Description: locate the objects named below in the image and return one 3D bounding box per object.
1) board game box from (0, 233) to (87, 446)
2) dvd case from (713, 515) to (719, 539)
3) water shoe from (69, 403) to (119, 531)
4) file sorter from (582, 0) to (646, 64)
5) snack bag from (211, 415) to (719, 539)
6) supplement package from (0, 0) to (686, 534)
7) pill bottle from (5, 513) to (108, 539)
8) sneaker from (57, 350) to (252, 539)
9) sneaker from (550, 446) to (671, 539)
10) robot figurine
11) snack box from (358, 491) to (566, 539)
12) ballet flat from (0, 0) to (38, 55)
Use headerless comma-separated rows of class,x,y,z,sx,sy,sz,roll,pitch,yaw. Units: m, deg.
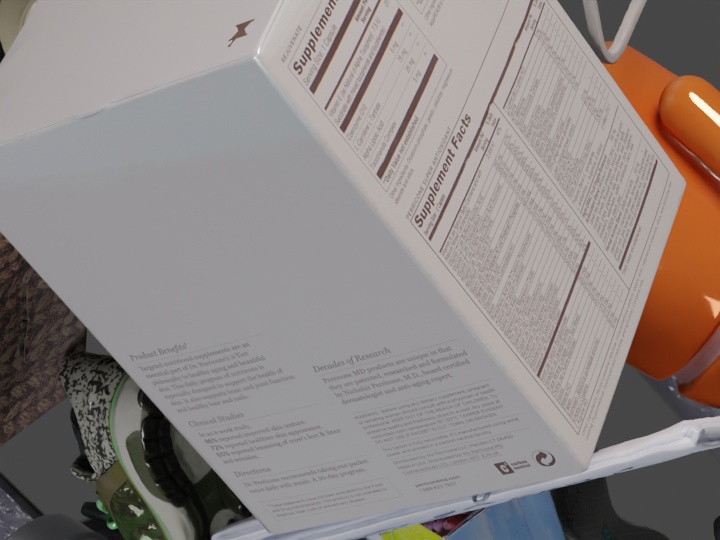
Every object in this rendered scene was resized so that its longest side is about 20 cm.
board game box,-0.230,-0.028,1.272,0.200,0.097,0.160,37,142,22
dvd case,0.266,0.082,1.133,0.142,0.018,0.200,26,127,-28
water shoe,-0.117,0.078,1.380,0.078,0.072,0.201,18,136,14
file sorter,0.015,-0.166,1.026,0.199,0.139,0.125,7,135,22
snack bag,0.057,0.083,1.083,0.199,0.188,0.022,-15,84,14
supplement package,-0.010,-0.035,0.956,0.151,0.151,0.200,-15,126,38
pill bottle,-0.112,0.218,1.425,0.199,0.114,0.114,29,142,30
sneaker,-0.098,0.112,1.314,0.088,0.077,0.201,18,132,36
sneaker,0.089,0.121,1.318,0.080,0.071,0.201,-8,127,37
robot figurine,0.128,-0.018,1.125,0.199,0.117,0.144,31,114,-4
snack box,0.021,0.132,1.305,0.200,0.068,0.169,28,148,47
ballet flat,-0.097,-0.077,1.127,0.200,0.069,0.070,49,147,29
